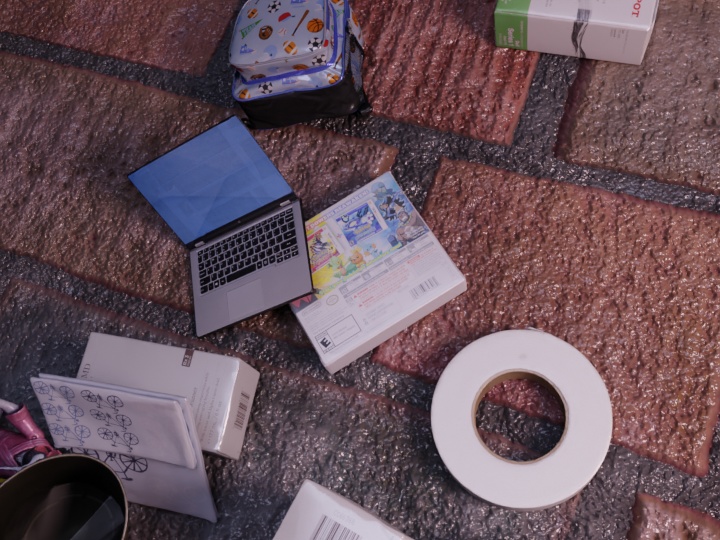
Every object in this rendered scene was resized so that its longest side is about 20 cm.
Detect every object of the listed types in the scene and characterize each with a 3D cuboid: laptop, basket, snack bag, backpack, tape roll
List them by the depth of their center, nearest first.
[{"bbox_3d":[-0.314,0.285,0.856,0.136,0.200,0.180,39,72,4],"label":"basket"},{"bbox_3d":[-0.261,0.203,0.907,0.188,0.201,0.021,6,36,16],"label":"snack bag"},{"bbox_3d":[0.179,0.165,0.911,0.202,0.037,0.203,-4,67,9],"label":"tape roll"},{"bbox_3d":[-0.174,-0.047,0.988,0.187,0.116,0.201,-22,64,28],"label":"laptop"},{"bbox_3d":[-0.085,-0.301,1.094,0.199,0.154,0.191,-4,57,13],"label":"backpack"}]

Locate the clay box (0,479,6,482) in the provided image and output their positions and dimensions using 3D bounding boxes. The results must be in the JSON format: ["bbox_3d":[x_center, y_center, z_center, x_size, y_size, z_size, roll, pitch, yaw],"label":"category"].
[{"bbox_3d":[-0.462,0.310,0.970,0.199,0.048,0.115,-9,67,8],"label":"clay box"}]

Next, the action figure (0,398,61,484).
[{"bbox_3d":[-0.419,0.220,0.937,0.199,0.149,0.134,7,72,18],"label":"action figure"}]

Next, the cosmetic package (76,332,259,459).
[{"bbox_3d":[-0.234,0.149,0.964,0.199,0.081,0.113,7,72,12],"label":"cosmetic package"}]

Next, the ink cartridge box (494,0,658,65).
[{"bbox_3d":[0.292,-0.365,1.075,0.199,0.084,0.147,13,72,15],"label":"ink cartridge box"}]

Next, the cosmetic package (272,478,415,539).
[{"bbox_3d":[-0.006,0.281,0.812,0.113,0.200,0.081,24,74,21],"label":"cosmetic package"}]

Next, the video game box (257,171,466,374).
[{"bbox_3d":[0.000,0.000,1.007,0.200,0.047,0.182,-31,68,-2],"label":"video game box"}]
